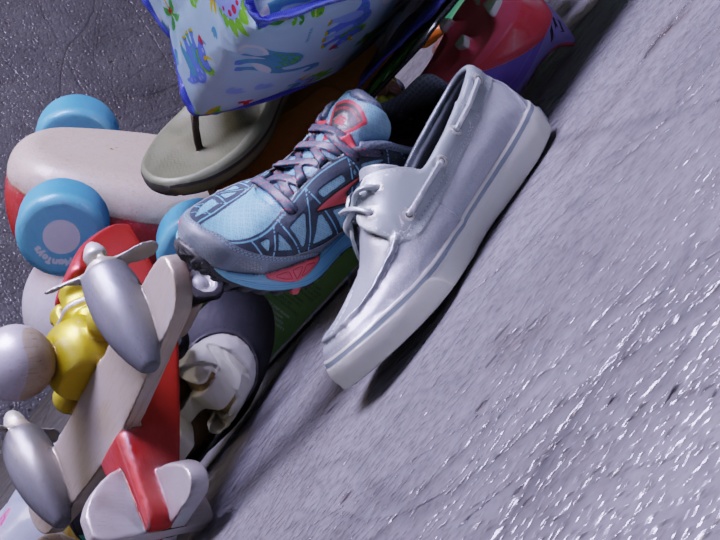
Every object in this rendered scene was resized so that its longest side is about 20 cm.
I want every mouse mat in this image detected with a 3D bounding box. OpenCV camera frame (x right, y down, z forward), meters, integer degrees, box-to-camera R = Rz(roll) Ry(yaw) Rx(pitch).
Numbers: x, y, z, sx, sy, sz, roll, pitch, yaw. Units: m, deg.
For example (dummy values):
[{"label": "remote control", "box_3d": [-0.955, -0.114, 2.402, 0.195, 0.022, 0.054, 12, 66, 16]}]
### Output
[{"label": "mouse mat", "box_3d": [0.055, -0.168, 1.118, 0.200, 0.008, 0.161, -55, 7, -31]}]

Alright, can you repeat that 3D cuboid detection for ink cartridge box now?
[{"label": "ink cartridge box", "box_3d": [-0.064, 0.012, 1.319, 0.200, 0.059, 0.104, -47, 10, 23]}]

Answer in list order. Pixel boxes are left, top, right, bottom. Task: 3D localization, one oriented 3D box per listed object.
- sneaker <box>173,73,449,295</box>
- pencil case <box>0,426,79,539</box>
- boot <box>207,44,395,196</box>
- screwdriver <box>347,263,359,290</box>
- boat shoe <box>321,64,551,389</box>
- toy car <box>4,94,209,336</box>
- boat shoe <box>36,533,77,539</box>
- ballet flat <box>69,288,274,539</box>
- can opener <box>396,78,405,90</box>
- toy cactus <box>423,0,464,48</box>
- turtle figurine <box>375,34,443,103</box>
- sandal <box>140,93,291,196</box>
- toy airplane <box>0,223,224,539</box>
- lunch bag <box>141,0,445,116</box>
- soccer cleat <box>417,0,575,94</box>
[{"label": "sneaker", "box_3d": [-0.021, -0.058, 1.027, 0.200, 0.079, 0.096, -25, -40, -37]}, {"label": "pencil case", "box_3d": [-0.205, 0.166, 1.309, 0.200, 0.083, 0.091, -51, 32, 9]}, {"label": "boot", "box_3d": [-0.032, -0.103, 1.216, 0.144, 0.071, 0.201, -37, 35, 18]}, {"label": "screwdriver", "box_3d": [0.000, 0.000, 1.130, 0.029, 0.028, 0.200, -22, 11, -4]}, {"label": "boat shoe", "box_3d": [0.025, -0.028, 0.973, 0.201, 0.072, 0.070, -55, 9, -30]}, {"label": "toy car", "box_3d": [-0.169, 0.005, 1.318, 0.184, 0.177, 0.200, -101, 21, -62]}, {"label": "boat shoe", "box_3d": [-0.221, 0.241, 1.141, 0.068, 0.072, 0.200, -52, 0, 30]}, {"label": "ballet flat", "box_3d": [-0.112, 0.096, 1.197, 0.200, 0.073, 0.073, -52, 8, -14]}, {"label": "can opener", "box_3d": [-0.015, -0.077, 1.420, 0.200, 0.053, 0.067, -54, -27, -23]}, {"label": "toy cactus", "box_3d": [0.097, -0.211, 1.312, 0.200, 0.102, 0.165, -58, 5, 2]}, {"label": "turtle figurine", "box_3d": [0.043, -0.101, 1.238, 0.161, 0.064, 0.200, -44, 27, 21]}, {"label": "sandal", "box_3d": [-0.076, -0.130, 1.190, 0.080, 0.057, 0.201, 22, 69, 44]}, {"label": "toy airplane", "box_3d": [-0.154, 0.075, 1.082, 0.199, 0.141, 0.200, -159, 83, -68]}, {"label": "lunch bag", "box_3d": [-0.011, -0.182, 1.095, 0.200, 0.128, 0.170, -22, -5, -23]}, {"label": "soccer cleat", "box_3d": [0.049, -0.089, 1.145, 0.200, 0.076, 0.067, -52, 34, 16]}]
